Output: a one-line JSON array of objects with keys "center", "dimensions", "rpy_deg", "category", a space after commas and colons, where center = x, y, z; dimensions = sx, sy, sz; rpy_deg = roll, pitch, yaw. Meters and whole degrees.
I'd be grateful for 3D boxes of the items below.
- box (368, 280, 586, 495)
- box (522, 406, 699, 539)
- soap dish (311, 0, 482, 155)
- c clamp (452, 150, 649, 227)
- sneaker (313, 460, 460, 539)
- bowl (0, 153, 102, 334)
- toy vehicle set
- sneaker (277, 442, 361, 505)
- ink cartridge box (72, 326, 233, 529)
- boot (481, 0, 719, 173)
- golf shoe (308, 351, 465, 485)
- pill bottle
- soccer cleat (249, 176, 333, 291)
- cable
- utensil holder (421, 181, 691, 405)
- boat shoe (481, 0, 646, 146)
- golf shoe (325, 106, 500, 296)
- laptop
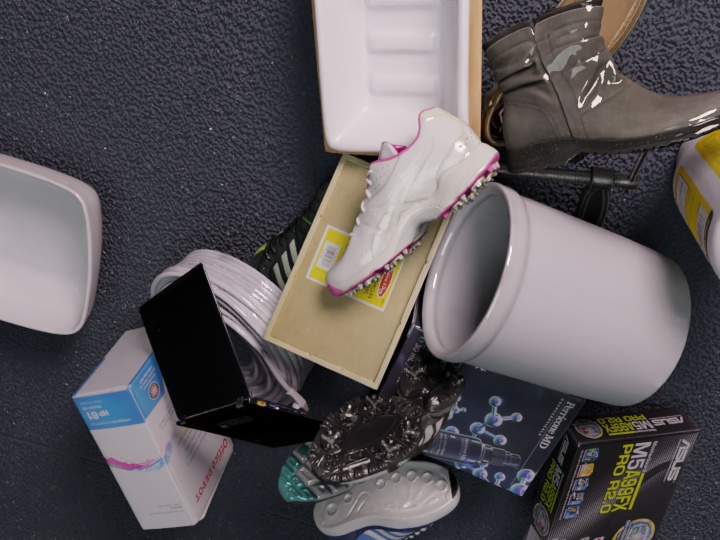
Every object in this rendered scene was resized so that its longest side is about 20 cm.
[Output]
[{"center": [0.123, 0.130, 0.817], "dimensions": [0.198, 0.107, 0.150], "rpy_deg": [23, 117, -2], "category": "box"}, {"center": [0.285, 0.256, 0.850], "dimensions": [0.158, 0.044, 0.202], "rpy_deg": [-1, 119, -17], "category": "box"}, {"center": [0.037, -0.207, 0.671], "dimensions": [0.155, 0.081, 0.203], "rpy_deg": [5, 118, 18], "category": "soap dish"}, {"center": [0.169, -0.081, 0.717], "dimensions": [0.197, 0.027, 0.172], "rpy_deg": [3, 149, 12], "category": "c clamp"}, {"center": [0.051, 0.318, 0.940], "dimensions": [0.198, 0.081, 0.147], "rpy_deg": [-19, 135, 17], "category": "sneaker"}, {"center": [-0.389, -0.039, 0.848], "dimensions": [0.197, 0.075, 0.202], "rpy_deg": [17, 117, 2], "category": "bowl"}, {"center": [0.000, 0.000, 0.724], "dimensions": [0.123, 0.027, 0.202], "rpy_deg": [24, 86, 4], "category": "toy vehicle set"}, {"center": [-0.011, 0.227, 0.859], "dimensions": [0.078, 0.198, 0.092], "rpy_deg": [46, 139, 30], "category": "sneaker"}, {"center": [-0.242, 0.188, 0.892], "dimensions": [0.084, 0.145, 0.202], "rpy_deg": [-12, 113, 16], "category": "ink cartridge box"}, {"center": [0.199, -0.159, 0.597], "dimensions": [0.198, 0.068, 0.133], "rpy_deg": [-7, 97, 27], "category": "boot"}, {"center": [0.026, 0.158, 0.685], "dimensions": [0.077, 0.199, 0.095], "rpy_deg": [36, 128, 28], "category": "golf shoe"}, {"center": [0.333, -0.064, 0.628], "dimensions": [0.110, 0.201, 0.113], "rpy_deg": [4, 118, 8], "category": "pill bottle"}, {"center": [-0.074, -0.020, 0.806], "dimensions": [0.080, 0.068, 0.202], "rpy_deg": [26, 120, 4], "category": "soccer cleat"}, {"center": [-0.141, 0.067, 0.819], "dimensions": [0.198, 0.069, 0.202], "rpy_deg": [10, 133, 34], "category": "cable"}, {"center": [0.183, 0.027, 0.703], "dimensions": [0.198, 0.171, 0.171], "rpy_deg": [17, 119, -16], "category": "utensil holder"}, {"center": [0.185, -0.189, 0.670], "dimensions": [0.074, 0.067, 0.200], "rpy_deg": [35, 117, -8], "category": "boat shoe"}, {"center": [0.030, -0.060, 0.662], "dimensions": [0.200, 0.075, 0.092], "rpy_deg": [-43, 87, 19], "category": "golf shoe"}, {"center": [-0.122, 0.102, 0.766], "dimensions": [0.198, 0.117, 0.187], "rpy_deg": [21, 154, -28], "category": "laptop"}]
